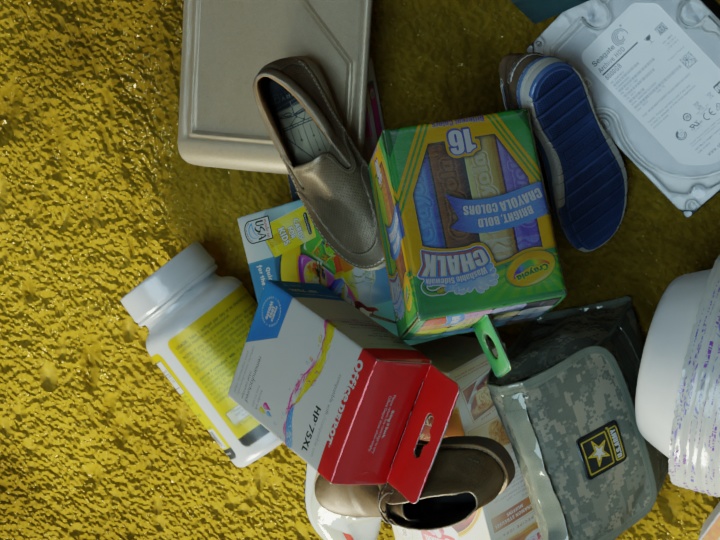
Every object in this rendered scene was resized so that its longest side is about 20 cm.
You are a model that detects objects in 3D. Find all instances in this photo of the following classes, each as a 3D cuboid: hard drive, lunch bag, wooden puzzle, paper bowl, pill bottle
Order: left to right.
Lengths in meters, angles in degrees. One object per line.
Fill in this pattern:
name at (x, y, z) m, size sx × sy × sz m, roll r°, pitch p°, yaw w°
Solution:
pill bottle at (-0.134, 0.079, 1.529) m, size 0.114 × 0.114 × 0.200 m, roll -35°, pitch 94°, yaw 30°
wooden puzzle at (-0.075, -0.186, 1.415) m, size 0.184 × 0.037 × 0.201 m, roll 7°, pitch 104°, yaw 23°
lunch bag at (0.188, 0.134, 1.363) m, size 0.117 × 0.200 × 0.165 m, roll -13°, pitch 104°, yaw 27°
hard drive at (0.253, -0.160, 1.313) m, size 0.200 × 0.038 × 0.140 m, roll 47°, pitch 120°, yaw 1°
paper bowl at (0.290, 0.081, 1.297) m, size 0.104 × 0.201 × 0.201 m, roll 14°, pitch 115°, yaw 20°

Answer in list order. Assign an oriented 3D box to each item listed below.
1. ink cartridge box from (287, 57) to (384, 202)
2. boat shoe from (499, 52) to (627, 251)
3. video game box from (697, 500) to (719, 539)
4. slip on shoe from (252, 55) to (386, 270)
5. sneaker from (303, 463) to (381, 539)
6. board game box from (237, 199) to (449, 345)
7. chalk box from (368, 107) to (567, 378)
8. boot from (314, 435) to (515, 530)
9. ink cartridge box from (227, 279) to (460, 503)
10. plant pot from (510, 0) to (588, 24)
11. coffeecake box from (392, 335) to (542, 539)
ink cartridge box at (-0.020, -0.092, 1.460) m, size 0.094 × 0.037 × 0.201 m, roll -3°, pitch 111°, yaw 24°
boat shoe at (0.170, -0.105, 1.343) m, size 0.072 × 0.072 × 0.200 m, roll 41°, pitch 159°, yaw 50°
video game box at (0.422, 0.211, 1.382) m, size 0.182 × 0.047 × 0.200 m, roll 33°, pitch 119°, yaw 11°
slip on shoe at (-0.032, -0.089, 1.361) m, size 0.076 × 0.061 × 0.201 m, roll -22°, pitch 91°, yaw 26°
sneaker at (-0.001, 0.195, 1.462) m, size 0.093 × 0.070 × 0.200 m, roll 35°, pitch 135°, yaw 50°
board game box at (0.000, 0.000, 1.419) m, size 0.199 × 0.047 × 0.152 m, roll -15°, pitch 88°, yaw 26°
chalk box at (0.086, -0.012, 1.285) m, size 0.123 × 0.124 × 0.201 m, roll -8°, pitch 79°, yaw -8°
boot at (0.030, 0.187, 1.358) m, size 0.200 × 0.075 × 0.074 m, roll -13°, pitch 110°, yaw 37°
ink cartridge box at (-0.017, 0.101, 1.334) m, size 0.200 × 0.067 × 0.117 m, roll 33°, pitch 109°, yaw 44°
plant pot at (0.194, -0.298, 1.211) m, size 0.199 × 0.141 × 0.142 m, roll -17°, pitch 82°, yaw 17°
coffeecake box at (0.080, 0.163, 1.458) m, size 0.153 × 0.073 × 0.201 m, roll 6°, pitch 116°, yaw 53°
